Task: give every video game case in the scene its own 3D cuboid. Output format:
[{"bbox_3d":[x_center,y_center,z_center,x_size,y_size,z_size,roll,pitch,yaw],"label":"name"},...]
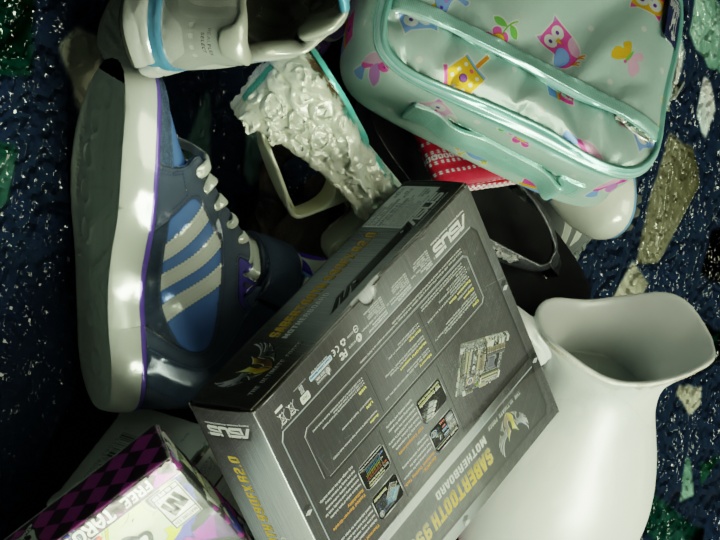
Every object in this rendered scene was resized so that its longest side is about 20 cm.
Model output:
[{"bbox_3d":[-0.132,0.200,1.053,0.199,0.036,0.182,-36,126,1],"label":"video game case"}]

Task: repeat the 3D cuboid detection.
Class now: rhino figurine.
[{"bbox_3d":[0.000,0.000,1.226,0.200,0.059,0.088,35,67,-46],"label":"rhino figurine"}]

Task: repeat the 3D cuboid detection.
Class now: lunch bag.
[{"bbox_3d":[0.092,-0.132,1.162,0.198,0.077,0.162,22,61,-16],"label":"lunch bag"}]

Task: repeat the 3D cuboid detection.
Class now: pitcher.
[{"bbox_3d":[0.105,0.104,1.233,0.170,0.122,0.201,11,125,-10],"label":"pitcher"}]

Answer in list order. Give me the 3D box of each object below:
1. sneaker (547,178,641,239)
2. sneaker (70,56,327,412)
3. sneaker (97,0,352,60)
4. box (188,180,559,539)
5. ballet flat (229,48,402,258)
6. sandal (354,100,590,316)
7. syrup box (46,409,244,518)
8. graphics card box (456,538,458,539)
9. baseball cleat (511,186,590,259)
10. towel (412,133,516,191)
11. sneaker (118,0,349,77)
[{"bbox_3d":[0.106,-0.103,1.267,0.072,0.072,0.201,-10,65,-49],"label":"sneaker"},{"bbox_3d":[-0.077,-0.021,1.097,0.145,0.080,0.202,-6,111,-27],"label":"sneaker"},{"bbox_3d":[-0.059,-0.146,1.133,0.201,0.072,0.115,-49,131,-31],"label":"sneaker"},{"bbox_3d":[0.014,0.072,1.067,0.200,0.048,0.159,-46,125,-35],"label":"box"},{"bbox_3d":[-0.009,-0.044,1.131,0.072,0.071,0.200,-56,128,-26],"label":"ballet flat"},{"bbox_3d":[0.072,-0.036,1.215,0.200,0.043,0.076,47,57,-21],"label":"sandal"},{"bbox_3d":[-0.082,0.175,1.145,0.079,0.081,0.201,-52,130,-26],"label":"syrup box"},{"bbox_3d":[0.008,0.152,1.225,0.201,0.050,0.126,57,24,-34],"label":"graphics card box"},{"bbox_3d":[0.118,-0.013,1.331,0.199,0.069,0.108,-11,87,-47],"label":"baseball cleat"},{"bbox_3d":[0.076,-0.147,1.221,0.143,0.022,0.202,-9,72,-28],"label":"towel"},{"bbox_3d":[-0.030,-0.146,1.045,0.200,0.086,0.076,-40,131,-43],"label":"sneaker"}]
